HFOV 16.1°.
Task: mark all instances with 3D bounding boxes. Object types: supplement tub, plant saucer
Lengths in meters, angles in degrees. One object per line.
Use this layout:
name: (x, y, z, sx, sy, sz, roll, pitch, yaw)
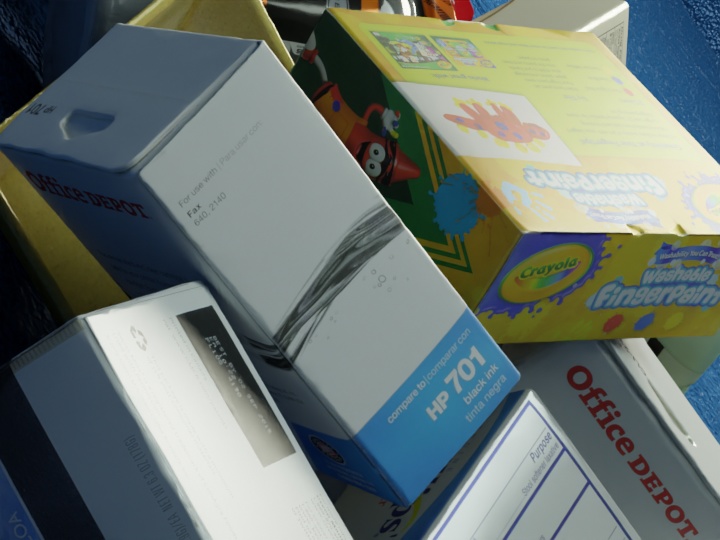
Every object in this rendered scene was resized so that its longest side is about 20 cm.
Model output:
supplement tub: (-0.057, -0.116, 1.325, 0.199, 0.123, 0.123, 8, 41, -20)
plant saucer: (-0.088, -0.019, 1.209, 0.200, 0.048, 0.200, -45, 115, -40)

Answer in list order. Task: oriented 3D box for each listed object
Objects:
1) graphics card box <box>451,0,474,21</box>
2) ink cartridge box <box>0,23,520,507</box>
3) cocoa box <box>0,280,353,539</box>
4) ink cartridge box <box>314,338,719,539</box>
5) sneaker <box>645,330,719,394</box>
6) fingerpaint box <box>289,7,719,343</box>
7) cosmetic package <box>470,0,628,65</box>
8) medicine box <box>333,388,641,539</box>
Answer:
graphics card box: (-0.037, -0.198, 1.539, 0.199, 0.051, 0.126, 19, -21, 27)
ink cartridge box: (-0.045, -0.005, 1.100, 0.200, 0.086, 0.146, 53, -19, -26)
cocoa box: (-0.084, 0.126, 0.972, 0.200, 0.131, 0.133, 60, 17, 5)
ink cartridge box: (0.077, 0.113, 1.314, 0.144, 0.200, 0.084, 53, 18, -17)
sneaker: (0.148, 0.008, 1.654, 0.200, 0.118, 0.074, 41, 25, 26)
fingerpaint box: (0.081, -0.044, 1.239, 0.200, 0.073, 0.167, -1, 42, -46)
cosmetic package: (0.099, -0.102, 1.550, 0.200, 0.073, 0.104, -34, 130, -63)
medicine box: (0.061, 0.193, 1.192, 0.200, 0.103, 0.182, 53, 45, -14)
